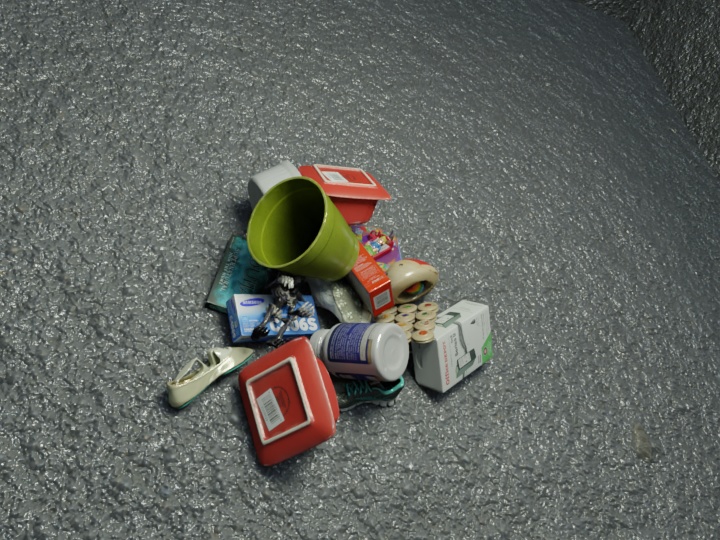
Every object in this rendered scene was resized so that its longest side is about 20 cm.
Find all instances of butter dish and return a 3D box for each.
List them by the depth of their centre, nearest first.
[{"bbox_3d":[-0.118,0.256,1.156,0.148,0.199,0.200,13,52,-57],"label":"butter dish"},{"bbox_3d":[-0.052,-0.163,1.415,0.199,0.148,0.200,3,27,-20],"label":"butter dish"}]

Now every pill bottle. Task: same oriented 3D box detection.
[{"bbox_3d":[-0.010,0.170,1.238,0.120,0.200,0.120,5,83,-52],"label":"pill bottle"}]

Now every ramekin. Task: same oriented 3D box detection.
[{"bbox_3d":[-0.188,-0.149,1.383,0.098,0.201,0.201,-24,70,-20],"label":"ramekin"}]

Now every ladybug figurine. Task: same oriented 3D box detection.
[{"bbox_3d":[0.119,0.023,1.426,0.072,0.136,0.200,60,14,22],"label":"ladybug figurine"}]

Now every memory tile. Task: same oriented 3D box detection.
[{"bbox_3d":[0.101,0.121,1.362,0.153,0.017,0.200,-5,20,13],"label":"memory tile"}]

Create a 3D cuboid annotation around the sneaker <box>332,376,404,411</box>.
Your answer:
[{"bbox_3d":[0.009,0.252,1.270,0.200,0.091,0.078,-1,58,-28],"label":"sneaker"}]

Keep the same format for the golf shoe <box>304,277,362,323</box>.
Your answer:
[{"bbox_3d":[-0.066,0.066,1.362,0.078,0.097,0.200,7,45,-46],"label":"golf shoe"}]

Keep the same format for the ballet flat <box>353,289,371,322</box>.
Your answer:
[{"bbox_3d":[0.004,0.091,1.391,0.068,0.075,0.200,28,49,-16],"label":"ballet flat"}]

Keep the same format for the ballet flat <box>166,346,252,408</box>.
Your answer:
[{"bbox_3d":[-0.300,0.193,1.161,0.069,0.069,0.200,46,49,8],"label":"ballet flat"}]

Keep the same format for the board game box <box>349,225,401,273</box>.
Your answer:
[{"bbox_3d":[0.036,-0.067,1.503,0.158,0.039,0.200,10,40,-13],"label":"board game box"}]

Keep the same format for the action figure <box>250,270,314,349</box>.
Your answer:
[{"bbox_3d":[-0.154,0.067,1.220,0.119,0.102,0.200,45,42,-30],"label":"action figure"}]

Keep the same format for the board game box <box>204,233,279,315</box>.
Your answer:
[{"bbox_3d":[-0.260,0.019,1.336,0.135,0.028,0.200,20,51,-13],"label":"board game box"}]

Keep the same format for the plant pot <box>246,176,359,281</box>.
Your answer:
[{"bbox_3d":[-0.104,-0.067,1.251,0.193,0.200,0.201,35,35,-53],"label":"plant pot"}]

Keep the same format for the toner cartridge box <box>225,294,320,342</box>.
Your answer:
[{"bbox_3d":[-0.187,0.104,1.274,0.200,0.043,0.095,2,62,-40],"label":"toner cartridge box"}]

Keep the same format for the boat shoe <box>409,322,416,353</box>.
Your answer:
[{"bbox_3d":[0.118,0.159,1.403,0.202,0.075,0.075,-12,64,-33],"label":"boat shoe"}]

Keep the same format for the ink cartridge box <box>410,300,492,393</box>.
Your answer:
[{"bbox_3d":[0.221,0.178,1.392,0.200,0.084,0.146,-26,116,-37],"label":"ink cartridge box"}]

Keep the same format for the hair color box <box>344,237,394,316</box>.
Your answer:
[{"bbox_3d":[0.000,0.000,1.356,0.061,0.102,0.200,-29,54,-12],"label":"hair color box"}]

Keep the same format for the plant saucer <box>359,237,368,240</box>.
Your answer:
[{"bbox_3d":[0.037,0.002,1.510,0.070,0.019,0.200,-11,63,-33],"label":"plant saucer"}]
